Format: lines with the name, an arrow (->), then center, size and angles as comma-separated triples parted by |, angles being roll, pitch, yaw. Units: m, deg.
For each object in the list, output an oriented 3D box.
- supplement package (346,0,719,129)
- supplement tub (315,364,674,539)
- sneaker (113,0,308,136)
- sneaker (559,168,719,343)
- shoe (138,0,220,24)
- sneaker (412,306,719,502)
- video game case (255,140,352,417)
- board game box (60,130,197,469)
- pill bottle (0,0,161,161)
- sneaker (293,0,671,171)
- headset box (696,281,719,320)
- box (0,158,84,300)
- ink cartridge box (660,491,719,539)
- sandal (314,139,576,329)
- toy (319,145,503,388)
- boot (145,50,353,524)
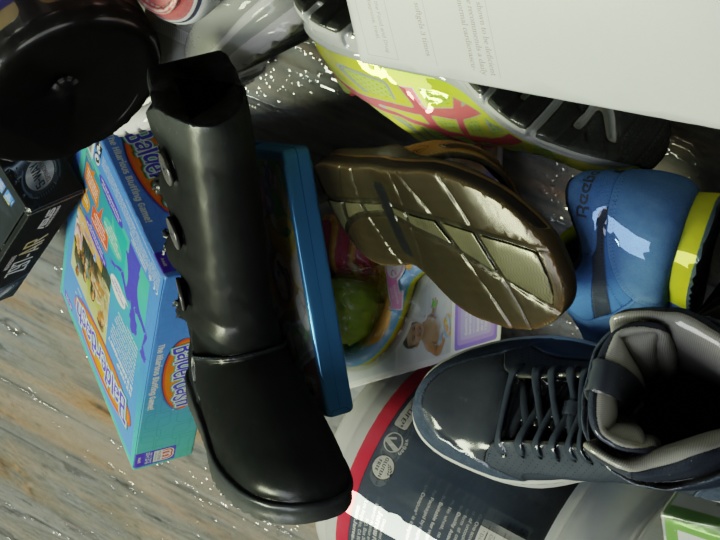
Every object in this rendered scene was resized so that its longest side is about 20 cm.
supplement package -> 0.099, -0.148, 0.775 | 0.199, 0.117, 0.117 | 15, 134, 34
supplement tub -> 0.087, 0.141, 1.038 | 0.199, 0.140, 0.141 | 26, 140, 27
sneaker -> -0.089, -0.137, 1.019 | 0.200, 0.075, 0.082 | -27, 92, 44
sneaker -> 0.128, 0.010, 0.911 | 0.078, 0.066, 0.200 | 17, 154, 13
shoe -> -0.134, -0.201, 0.898 | 0.071, 0.091, 0.201 | 2, 120, 38
sneaker -> 0.096, 0.057, 0.824 | 0.201, 0.077, 0.146 | 4, 168, 27
video game case -> -0.063, -0.003, 1.054 | 0.200, 0.018, 0.144 | 13, 115, 65
board game box -> -0.137, 0.004, 1.150 | 0.152, 0.045, 0.200 | 63, 153, 31
pill bottle -> -0.195, -0.165, 0.999 | 0.200, 0.111, 0.112 | 59, 151, 27
sneaker -> 0.062, -0.092, 0.912 | 0.199, 0.078, 0.090 | 28, 155, 23
headset box -> 0.273, 0.053, 0.837 | 0.200, 0.077, 0.149 | 48, 144, -6
box -> -0.267, -0.091, 1.198 | 0.201, 0.043, 0.160 | 58, 144, 8
ink cartridge box -> 0.215, 0.173, 0.985 | 0.059, 0.104, 0.201 | 14, 134, 34
sandal -> 0.045, -0.028, 0.902 | 0.200, 0.054, 0.082 | 19, 136, 62
toy -> 0.000, 0.000, 1.019 | 0.047, 0.116, 0.200 | 14, 159, -38
boot -> -0.058, 0.007, 0.942 | 0.165, 0.065, 0.201 | 42, 140, 53
